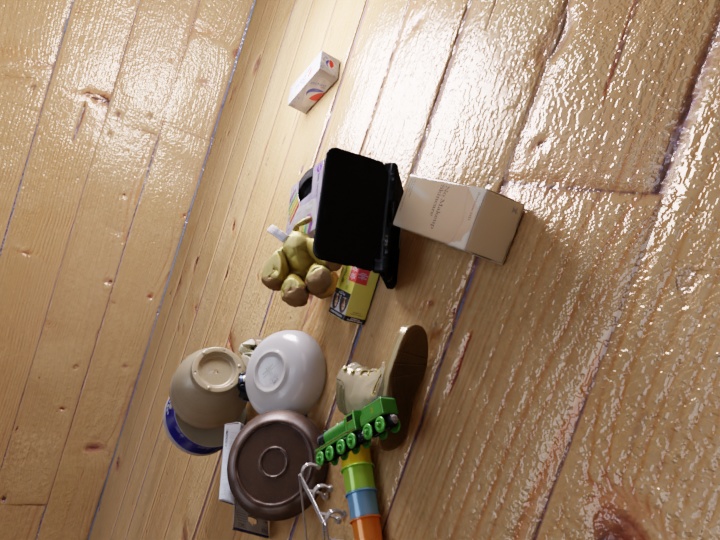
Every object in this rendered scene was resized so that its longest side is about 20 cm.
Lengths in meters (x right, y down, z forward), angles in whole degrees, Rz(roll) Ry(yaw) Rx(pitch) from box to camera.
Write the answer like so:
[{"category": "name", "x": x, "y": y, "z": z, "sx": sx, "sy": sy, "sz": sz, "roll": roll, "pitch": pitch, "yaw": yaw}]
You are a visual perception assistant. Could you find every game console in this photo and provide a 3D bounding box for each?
[{"category": "game console", "x": 0.005, "y": -0.086, "z": 0.909, "sx": 0.176, "sy": 0.116, "sz": 0.201, "roll": 59, "pitch": -144, "yaw": -69}]

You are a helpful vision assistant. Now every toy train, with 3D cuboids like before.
[{"category": "toy train", "x": -0.011, "y": 0.250, "z": 0.806, "sx": 0.200, "sy": 0.042, "sz": 0.057, "roll": -42, "pitch": 48, "yaw": 39}]

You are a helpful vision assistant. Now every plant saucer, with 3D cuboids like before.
[{"category": "plant saucer", "x": -0.161, "y": 0.364, "z": 0.988, "sx": 0.032, "sy": 0.199, "sz": 0.201, "roll": 73, "pitch": -162, "yaw": -66}]

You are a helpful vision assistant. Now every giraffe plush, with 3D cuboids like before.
[{"category": "giraffe plush", "x": -0.111, "y": 0.005, "z": 1.111, "sx": 0.172, "sy": 0.162, "sz": 0.200, "roll": -34, "pitch": 54, "yaw": -3}]

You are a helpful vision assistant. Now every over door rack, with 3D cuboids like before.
[{"category": "over door rack", "x": -0.066, "y": 0.456, "z": 0.895, "sx": 0.148, "sy": 0.066, "sz": 0.201, "roll": -150, "pitch": 65, "yaw": -64}]

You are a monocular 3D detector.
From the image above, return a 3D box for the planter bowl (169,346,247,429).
[{"category": "planter bowl", "x": -0.364, "y": 0.273, "z": 1.295, "sx": 0.135, "sy": 0.200, "sz": 0.201, "roll": 122, "pitch": 149, "yaw": -48}]

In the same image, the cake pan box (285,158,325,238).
[{"category": "cake pan box", "x": -0.124, "y": -0.159, "z": 1.314, "sx": 0.184, "sy": 0.052, "sz": 0.201, "roll": -23, "pitch": 56, "yaw": 51}]

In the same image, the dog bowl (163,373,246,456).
[{"category": "dog bowl", "x": -0.405, "y": 0.375, "z": 1.370, "sx": 0.079, "sy": 0.200, "sz": 0.201, "roll": -41, "pitch": 43, "yaw": 41}]

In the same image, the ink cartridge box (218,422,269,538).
[{"category": "ink cartridge box", "x": -0.238, "y": 0.444, "z": 1.091, "sx": 0.200, "sy": 0.040, "sz": 0.201, "roll": 71, "pitch": -168, "yaw": -56}]

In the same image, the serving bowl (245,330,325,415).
[{"category": "serving bowl", "x": -0.173, "y": 0.220, "z": 1.110, "sx": 0.200, "sy": 0.066, "sz": 0.201, "roll": -11, "pitch": 67, "yaw": 28}]

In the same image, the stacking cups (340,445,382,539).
[{"category": "stacking cups", "x": 0.008, "y": 0.373, "z": 0.827, "sx": 0.061, "sy": 0.060, "sz": 0.200, "roll": -47, "pitch": 44, "yaw": 38}]

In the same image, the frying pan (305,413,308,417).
[{"category": "frying pan", "x": -0.133, "y": 0.306, "z": 1.121, "sx": 0.115, "sy": 0.031, "sz": 0.191, "roll": 26, "pitch": 101, "yaw": 59}]

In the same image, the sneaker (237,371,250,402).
[{"category": "sneaker", "x": -0.221, "y": 0.248, "z": 1.209, "sx": 0.200, "sy": 0.112, "sz": 0.073, "roll": -53, "pitch": 37, "yaw": 32}]

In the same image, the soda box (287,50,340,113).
[{"category": "soda box", "x": -0.138, "y": -0.541, "z": 1.514, "sx": 0.200, "sy": 0.063, "sz": 0.068, "roll": -25, "pitch": 53, "yaw": 52}]

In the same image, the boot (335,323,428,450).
[{"category": "boot", "x": 0.029, "y": 0.170, "z": 0.862, "sx": 0.155, "sy": 0.073, "sz": 0.201, "roll": 19, "pitch": 99, "yaw": 56}]

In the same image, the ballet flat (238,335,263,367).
[{"category": "ballet flat", "x": -0.276, "y": 0.222, "z": 1.356, "sx": 0.068, "sy": 0.072, "sz": 0.200, "roll": -65, "pitch": 30, "yaw": 14}]

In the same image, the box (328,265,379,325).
[{"category": "box", "x": 0.000, "y": 0.000, "z": 1.022, "sx": 0.075, "sy": 0.050, "sz": 0.201, "roll": 24, "pitch": 96, "yaw": 61}]

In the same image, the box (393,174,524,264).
[{"category": "box", "x": 0.142, "y": -0.083, "z": 0.795, "sx": 0.200, "sy": 0.078, "sz": 0.095, "roll": 28, "pitch": 100, "yaw": 60}]
